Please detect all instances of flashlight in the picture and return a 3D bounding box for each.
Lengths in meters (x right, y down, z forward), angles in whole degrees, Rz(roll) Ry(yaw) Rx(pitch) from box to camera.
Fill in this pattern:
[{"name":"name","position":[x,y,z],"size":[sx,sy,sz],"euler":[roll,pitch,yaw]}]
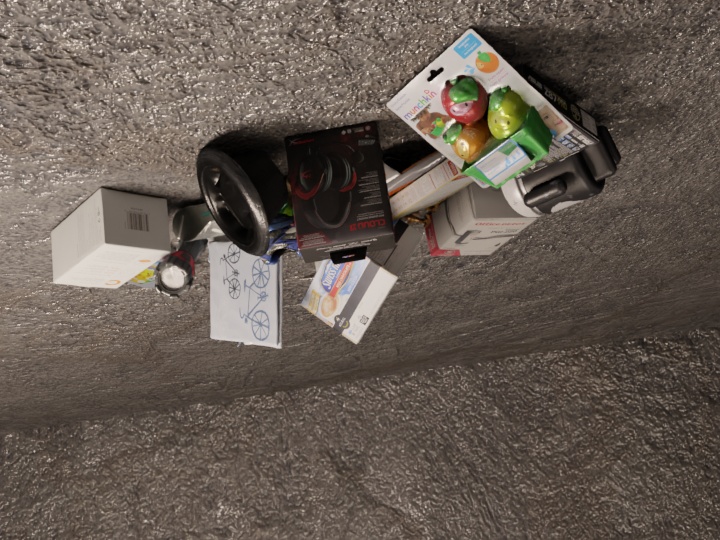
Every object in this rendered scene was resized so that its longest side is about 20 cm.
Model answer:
[{"name":"flashlight","position":[-0.311,-0.017,1.507],"size":[0.066,0.069,0.200],"euler":[-7,-161,1]}]

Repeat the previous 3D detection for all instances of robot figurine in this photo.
[{"name":"robot figurine","position":[0.330,-0.164,1.437],"size":[0.198,0.127,0.149],"euler":[-22,159,35]}]

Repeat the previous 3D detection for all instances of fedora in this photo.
[{"name":"fedora","position":[-0.170,-0.120,1.328],"size":[0.091,0.202,0.201],"euler":[-34,174,-24]}]

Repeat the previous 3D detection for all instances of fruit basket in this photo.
[{"name":"fruit basket","position":[0.160,-0.208,1.181],"size":[0.199,0.095,0.184],"euler":[33,140,-22]}]

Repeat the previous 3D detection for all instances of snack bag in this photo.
[{"name":"snack bag","position":[-0.208,0.040,1.543],"size":[0.198,0.193,0.021],"euler":[-1,180,43]}]

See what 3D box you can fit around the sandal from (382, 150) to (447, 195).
[{"name":"sandal","position":[0.065,-0.170,1.404],"size":[0.205,0.060,0.079],"euler":[-30,177,27]}]

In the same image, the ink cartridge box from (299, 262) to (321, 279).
[{"name":"ink cartridge box","position":[-0.018,-0.034,1.693],"size":[0.196,0.069,0.116],"euler":[-8,-174,23]}]

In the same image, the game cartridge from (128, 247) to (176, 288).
[{"name":"game cartridge","position":[-0.418,-0.011,1.701],"size":[0.131,0.041,0.200],"euler":[-19,161,17]}]

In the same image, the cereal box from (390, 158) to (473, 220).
[{"name":"cereal box","position":[0.146,-0.153,1.459],"size":[0.143,0.040,0.199],"euler":[-22,173,-41]}]

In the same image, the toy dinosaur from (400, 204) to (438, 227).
[{"name":"toy dinosaur","position":[0.095,-0.116,1.625],"size":[0.105,0.062,0.199],"euler":[16,179,30]}]

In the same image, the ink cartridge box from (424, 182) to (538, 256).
[{"name":"ink cartridge box","position":[0.230,-0.100,1.665],"size":[0.143,0.086,0.200],"euler":[-2,160,-22]}]

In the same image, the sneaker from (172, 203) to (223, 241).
[{"name":"sneaker","position":[-0.227,-0.100,1.477],"size":[0.197,0.072,0.080],"euler":[-14,176,28]}]

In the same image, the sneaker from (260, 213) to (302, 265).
[{"name":"sneaker","position":[-0.086,-0.062,1.414],"size":[0.197,0.080,0.075],"euler":[-18,165,17]}]

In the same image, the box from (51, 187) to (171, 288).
[{"name":"box","position":[-0.426,-0.049,1.462],"size":[0.123,0.099,0.199],"euler":[7,156,-43]}]

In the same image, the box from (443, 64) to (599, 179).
[{"name":"box","position":[0.241,-0.217,1.304],"size":[0.198,0.050,0.160],"euler":[21,146,-40]}]

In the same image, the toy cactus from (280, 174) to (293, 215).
[{"name":"toy cactus","position":[-0.109,-0.105,1.486],"size":[0.196,0.104,0.166],"euler":[0,153,1]}]

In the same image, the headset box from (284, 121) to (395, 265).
[{"name":"headset box","position":[-0.029,-0.107,1.306],"size":[0.146,0.204,0.075],"euler":[-9,164,3]}]

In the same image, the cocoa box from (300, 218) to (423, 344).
[{"name":"cocoa box","position":[0.000,0.000,1.531],"size":[0.130,0.134,0.201],"euler":[33,134,3]}]

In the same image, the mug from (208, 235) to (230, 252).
[{"name":"mug","position":[-0.203,0.005,1.657],"size":[0.147,0.156,0.186],"euler":[-18,161,27]}]
